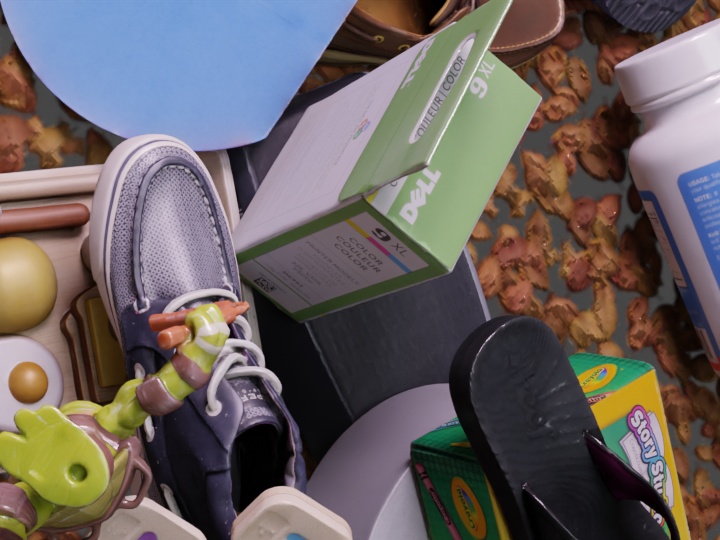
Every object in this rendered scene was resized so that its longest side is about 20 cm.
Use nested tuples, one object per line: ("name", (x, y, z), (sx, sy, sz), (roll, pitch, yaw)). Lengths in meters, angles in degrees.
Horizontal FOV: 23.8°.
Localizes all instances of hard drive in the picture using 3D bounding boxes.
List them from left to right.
("hard drive", (0.000, 0.000, 0.916), (0.135, 0.042, 0.201), (-25, 95, -33))

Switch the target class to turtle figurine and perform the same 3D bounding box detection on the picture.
("turtle figurine", (-0.127, 0.085, 0.682), (0.199, 0.161, 0.065), (-31, 94, 6))

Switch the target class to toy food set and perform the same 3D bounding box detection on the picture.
("toy food set", (-0.141, 0.018, 0.811), (0.199, 0.060, 0.144), (-8, 85, -33))

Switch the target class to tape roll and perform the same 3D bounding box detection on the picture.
("tape roll", (0.057, 0.162, 0.883), (0.199, 0.066, 0.202), (-4, 96, -38))

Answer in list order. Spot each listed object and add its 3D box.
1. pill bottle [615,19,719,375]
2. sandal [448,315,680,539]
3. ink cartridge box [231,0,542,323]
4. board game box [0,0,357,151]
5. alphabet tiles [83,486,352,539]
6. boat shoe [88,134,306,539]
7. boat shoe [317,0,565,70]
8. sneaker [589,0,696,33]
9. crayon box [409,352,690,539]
("pill bottle", (0.228, -0.045, 1.021), (0.112, 0.112, 0.201), (-27, 97, -33))
("sandal", (0.104, 0.110, 0.770), (0.075, 0.048, 0.201), (-44, 116, -26))
("ink cartridge box", (0.019, -0.047, 0.791), (0.059, 0.200, 0.104), (38, 63, -17))
("board game box", (-0.083, -0.155, 0.878), (0.158, 0.039, 0.201), (33, 81, 0))
("alphabet tiles", (-0.065, 0.181, 0.771), (0.195, 0.200, 0.015), (36, 22, -23))
("boat shoe", (-0.067, 0.037, 0.780), (0.074, 0.093, 0.201), (-14, 100, -34))
("boat shoe", (0.040, -0.147, 0.954), (0.199, 0.067, 0.072), (-2, 82, -33))
("sneaker", (0.133, -0.209, 1.029), (0.200, 0.082, 0.070), (22, 113, -46))
("crayon box", (0.106, 0.156, 0.842), (0.118, 0.058, 0.201), (-24, 108, -34))
